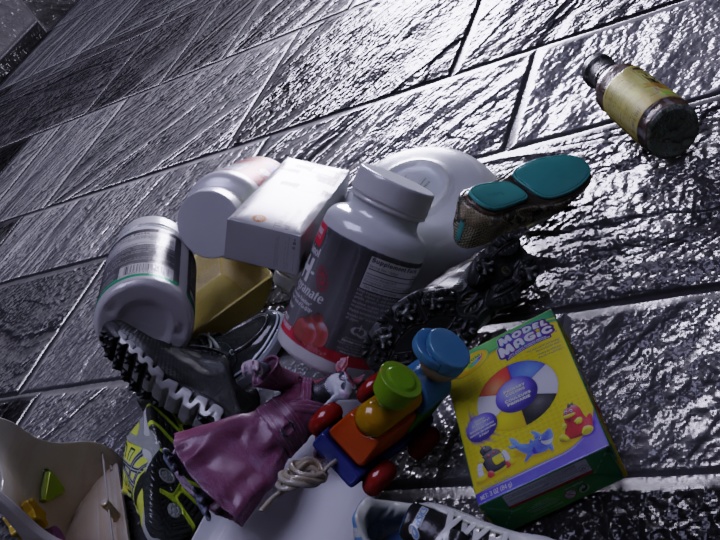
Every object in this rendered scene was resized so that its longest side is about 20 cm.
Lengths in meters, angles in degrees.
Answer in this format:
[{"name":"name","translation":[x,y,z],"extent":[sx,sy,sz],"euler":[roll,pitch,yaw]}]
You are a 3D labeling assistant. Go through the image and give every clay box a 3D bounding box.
[{"name":"clay box","translation":[0.139,0.115,0.800],"extent":[0.114,0.048,0.201],"euler":[-29,33,12]}]

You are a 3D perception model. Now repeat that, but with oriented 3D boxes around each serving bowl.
[{"name":"serving bowl","translation":[0.064,-0.071,1.042],"extent":[0.198,0.066,0.201],"euler":[-10,48,12]}]

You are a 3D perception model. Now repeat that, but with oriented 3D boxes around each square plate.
[{"name":"square plate","translation":[-0.055,0.208,0.882],"extent":[0.199,0.029,0.199],"euler":[-7,43,39]}]

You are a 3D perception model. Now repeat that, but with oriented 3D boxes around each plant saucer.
[{"name":"plant saucer","translation":[-0.217,0.054,1.196],"extent":[0.199,0.049,0.200],"euler":[-37,29,-15]}]

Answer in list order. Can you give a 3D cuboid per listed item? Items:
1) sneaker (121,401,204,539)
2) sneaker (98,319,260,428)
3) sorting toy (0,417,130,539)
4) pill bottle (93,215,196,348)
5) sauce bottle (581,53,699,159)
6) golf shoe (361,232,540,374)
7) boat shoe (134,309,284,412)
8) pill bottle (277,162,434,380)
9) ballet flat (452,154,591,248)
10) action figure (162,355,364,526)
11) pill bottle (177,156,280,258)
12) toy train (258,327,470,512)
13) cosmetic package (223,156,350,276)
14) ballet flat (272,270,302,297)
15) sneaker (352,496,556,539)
[{"name":"sneaker","translation":[-0.211,0.226,0.983],"extent":[0.077,0.075,0.200],"euler":[-51,26,14]},{"name":"sneaker","translation":[-0.192,0.112,1.022],"extent":[0.091,0.199,0.067],"euler":[-48,-6,-41]},{"name":"sorting toy","translation":[-0.324,0.236,0.956],"extent":[0.106,0.180,0.200],"euler":[-35,31,-1]},{"name":"pill bottle","translation":[-0.253,0.017,1.119],"extent":[0.113,0.113,0.200],"euler":[-31,27,7]},{"name":"sauce bottle","translation":[0.299,-0.191,1.030],"extent":[0.064,0.065,0.200],"euler":[-31,34,7]},{"name":"golf shoe","translation":[0.086,0.043,0.923],"extent":[0.199,0.078,0.094],"euler":[-31,-2,-13]},{"name":"boat shoe","translation":[-0.172,0.108,1.082],"extent":[0.200,0.071,0.072],"euler":[-41,32,-7]},{"name":"pill bottle","translation":[0.000,0.000,0.943],"extent":[0.111,0.110,0.201],"euler":[42,112,58]},{"name":"ballet flat","translation":[0.163,-0.068,0.977],"extent":[0.199,0.076,0.068],"euler":[-23,55,-40]},{"name":"action figure","translation":[-0.075,0.157,0.882],"extent":[0.199,0.134,0.149],"euler":[-33,-13,-19]},{"name":"pill bottle","translation":[-0.159,-0.080,1.213],"extent":[0.112,0.113,0.200],"euler":[-24,8,18]},{"name":"toy train","translation":[0.008,0.122,0.759],"extent":[0.199,0.085,0.116],"euler":[-25,-27,-50]},{"name":"cosmetic package","translation":[-0.076,-0.066,1.023],"extent":[0.082,0.051,0.200],"euler":[11,27,9]},{"name":"ballet flat","translation":[-0.078,-0.012,1.093],"extent":[0.067,0.067,0.201],"euler":[-58,45,42]},{"name":"sneaker","translation":[0.074,0.215,0.710],"extent":[0.199,0.073,0.072],"euler":[-2,43,40]}]
